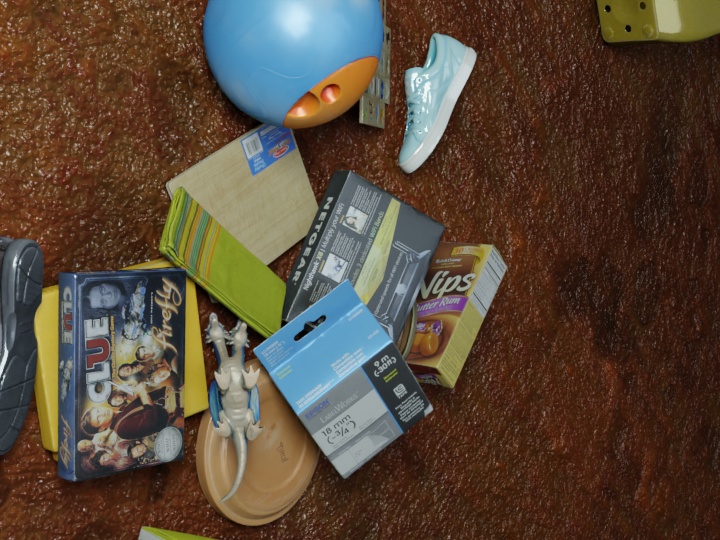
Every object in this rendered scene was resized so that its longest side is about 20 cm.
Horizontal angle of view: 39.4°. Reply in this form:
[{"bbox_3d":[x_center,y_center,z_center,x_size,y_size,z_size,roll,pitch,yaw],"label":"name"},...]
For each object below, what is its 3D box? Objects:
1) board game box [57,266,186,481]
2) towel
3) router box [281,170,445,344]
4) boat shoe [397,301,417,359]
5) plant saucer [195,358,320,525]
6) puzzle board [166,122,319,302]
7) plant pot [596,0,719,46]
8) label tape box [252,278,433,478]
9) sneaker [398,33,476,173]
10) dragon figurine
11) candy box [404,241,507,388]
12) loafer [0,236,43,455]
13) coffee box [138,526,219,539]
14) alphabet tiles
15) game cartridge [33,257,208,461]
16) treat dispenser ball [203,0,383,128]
[{"bbox_3d":[-0.242,0.102,1.029,0.134,0.034,0.205,-4,97,-46],"label":"board game box"},{"bbox_3d":[-0.148,-0.004,1.135,0.200,0.018,0.087,45,41,-40],"label":"towel"},{"bbox_3d":[0.000,0.000,1.263,0.156,0.052,0.203,28,82,-25],"label":"router box"},{"bbox_3d":[0.032,0.021,1.352,0.067,0.071,0.205,11,77,-43],"label":"boat shoe"},{"bbox_3d":[-0.114,0.209,1.227,0.198,0.032,0.205,-8,100,-48],"label":"plant saucer"},{"bbox_3d":[-0.133,-0.078,1.190,0.199,0.017,0.153,-40,121,-39],"label":"puzzle board"},{"bbox_3d":[0.515,-0.486,1.755,0.199,0.194,0.198,-31,116,-34],"label":"plant pot"},{"bbox_3d":[-0.017,0.134,1.201,0.143,0.063,0.201,-36,128,-6],"label":"label tape box"},{"bbox_3d":[0.085,-0.235,1.394,0.081,0.074,0.203,28,76,-14],"label":"sneaker"},{"bbox_3d":[-0.141,0.149,1.134,0.058,0.099,0.205,-5,94,-10],"label":"dragon figurine"},{"bbox_3d":[0.112,0.056,1.403,0.057,0.115,0.202,49,58,-38],"label":"candy box"},{"bbox_3d":[-0.344,0.068,0.948,0.072,0.062,0.205,-4,102,-78],"label":"loafer"},{"bbox_3d":[-0.135,0.402,1.067,0.197,0.199,0.202,20,79,-32],"label":"coffee box"},{"bbox_3d":[0.016,-0.268,1.273,0.200,0.006,0.170,-21,112,-76],"label":"alphabet tiles"},{"bbox_3d":[-0.253,0.089,1.063,0.198,0.032,0.180,-16,105,-44],"label":"game cartridge"},{"bbox_3d":[-0.072,-0.258,1.101,0.199,0.198,0.206,-6,98,-47],"label":"treat dispenser ball"}]
